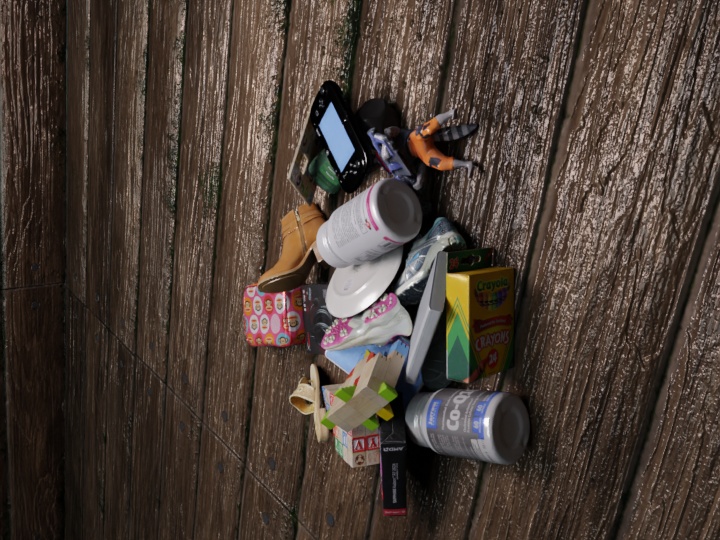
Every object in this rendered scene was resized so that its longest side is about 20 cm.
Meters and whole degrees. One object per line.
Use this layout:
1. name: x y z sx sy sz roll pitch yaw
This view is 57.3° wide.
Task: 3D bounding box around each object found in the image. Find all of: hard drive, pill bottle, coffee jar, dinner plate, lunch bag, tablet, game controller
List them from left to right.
1. lunch bag: -0.205 0.089 1.564 0.198 0.081 0.180 -4 92 50
2. game controller: -0.037 -0.242 1.194 0.104 0.042 0.203 -45 61 42
3. coffee jar: -0.012 -0.240 1.277 0.085 0.105 0.199 42 136 -10
4. dinner plate: 0.000 0.000 1.267 0.199 0.024 0.202 -35 33 27
5. pill bottle: 0.010 -0.078 1.192 0.199 0.112 0.116 -26 76 50
6. tablet: 0.036 0.169 1.272 0.199 0.014 0.131 35 104 15
7. hard drive: 0.113 0.084 1.132 0.202 0.026 0.133 103 -179 -46
8. pill bottle: 0.177 0.261 1.125 0.198 0.112 0.116 -8 89 48

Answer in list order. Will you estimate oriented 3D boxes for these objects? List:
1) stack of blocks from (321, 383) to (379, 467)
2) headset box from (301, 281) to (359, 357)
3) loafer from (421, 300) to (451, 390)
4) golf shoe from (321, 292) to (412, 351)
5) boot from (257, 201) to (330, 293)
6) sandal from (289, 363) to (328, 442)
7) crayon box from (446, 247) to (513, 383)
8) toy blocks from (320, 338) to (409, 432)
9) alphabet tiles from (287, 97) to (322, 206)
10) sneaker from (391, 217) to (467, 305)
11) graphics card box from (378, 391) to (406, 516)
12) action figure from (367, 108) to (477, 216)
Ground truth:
1. stack of blocks: -0.023 0.312 1.352 0.200 0.057 0.118 -171 78 -70
2. headset box: -0.033 0.099 1.372 0.198 0.076 0.152 -1 94 50
3. loafer: 0.158 0.119 1.180 0.071 0.063 0.203 17 115 13
4. golf shoe: 0.011 0.118 1.233 0.198 0.091 0.076 -28 30 36
5. boot: -0.152 -0.052 1.428 0.198 0.077 0.157 -30 61 6
6. sandal: -0.120 0.284 1.438 0.213 0.068 0.079 -110 21 -52
7. crayon box: 0.194 0.068 1.067 0.050 0.125 0.204 5 100 47
8. toy blocks: 0.015 0.199 1.193 0.099 0.138 0.200 35 136 -9
9. alphabet tiles: -0.093 -0.249 1.330 0.007 0.167 0.204 14 80 13
10. sneaker: 0.119 -0.013 1.199 0.201 0.076 0.087 -51 41 37
11. graphics card box: 0.060 0.342 1.229 0.126 0.050 0.203 -90 -2 -55
12. action figure: 0.111 -0.197 1.155 0.191 0.106 0.201 3 141 37
